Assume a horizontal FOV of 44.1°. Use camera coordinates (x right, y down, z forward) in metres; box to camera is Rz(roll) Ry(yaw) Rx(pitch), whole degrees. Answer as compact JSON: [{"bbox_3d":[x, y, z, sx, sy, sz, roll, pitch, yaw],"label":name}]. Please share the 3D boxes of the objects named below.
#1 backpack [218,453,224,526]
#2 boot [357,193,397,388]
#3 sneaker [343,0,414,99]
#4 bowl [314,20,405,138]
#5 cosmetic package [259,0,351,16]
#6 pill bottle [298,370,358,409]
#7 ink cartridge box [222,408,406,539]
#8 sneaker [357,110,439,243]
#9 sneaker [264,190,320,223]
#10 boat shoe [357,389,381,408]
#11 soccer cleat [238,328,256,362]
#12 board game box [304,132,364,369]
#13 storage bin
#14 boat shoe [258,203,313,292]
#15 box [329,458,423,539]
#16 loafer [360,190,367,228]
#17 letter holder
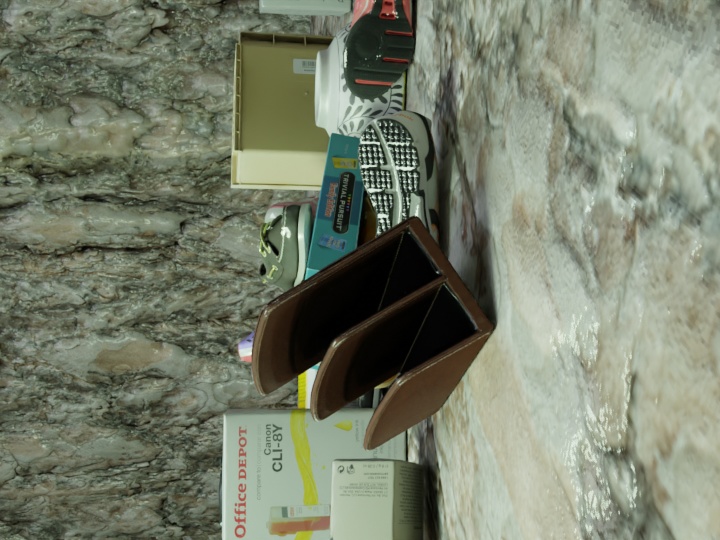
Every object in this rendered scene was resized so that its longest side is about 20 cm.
[{"bbox_3d":[-0.066,0.293,1.091,0.178,0.196,0.153,83,-179,-70],"label":"backpack"},{"bbox_3d":[0.017,0.007,0.946,0.203,0.069,0.146,-91,5,-47],"label":"boot"},{"bbox_3d":[0.029,-0.284,0.946,0.087,0.072,0.203,-81,3,-64],"label":"sneaker"},{"bbox_3d":[-0.006,-0.217,1.067,0.201,0.092,0.205,-179,90,-83],"label":"bowl"},{"bbox_3d":[-0.100,-0.566,1.592,0.165,0.162,0.204,-120,31,-76],"label":"cosmetic package"},{"bbox_3d":[-0.036,0.182,1.241,0.104,0.102,0.204,122,148,-77],"label":"pill bottle"},{"bbox_3d":[-0.052,0.225,0.968,0.083,0.196,0.148,135,135,-80],"label":"ink cartridge box"},{"bbox_3d":[0.046,-0.044,0.788,0.080,0.073,0.203,-45,-42,-56],"label":"sneaker"},{"bbox_3d":[-0.048,-0.085,1.155,0.199,0.074,0.107,16,-105,-52],"label":"sneaker"},{"bbox_3d":[-0.004,0.082,1.144,0.072,0.059,0.205,99,170,-68],"label":"boat shoe"},{"bbox_3d":[-0.080,0.067,1.053,0.200,0.072,0.069,-35,-68,-74],"label":"soccer cleat"},{"bbox_3d":[-0.030,-0.021,0.945,0.152,0.046,0.202,103,176,-47],"label":"board game box"},{"bbox_3d":[-0.080,-0.222,1.238,0.094,0.196,0.202,110,159,-66],"label":"storage bin"},{"bbox_3d":[-0.087,-0.024,1.008,0.202,0.059,0.073,108,172,-72],"label":"boat shoe"},{"bbox_3d":[0.015,0.276,0.806,0.082,0.067,0.204,33,-124,-60],"label":"box"},{"bbox_3d":[0.000,0.000,1.100,0.073,0.071,0.203,95,174,-68],"label":"loafer"},{"bbox_3d":[-0.002,0.073,0.684,0.101,0.141,0.201,56,161,18],"label":"letter holder"}]
